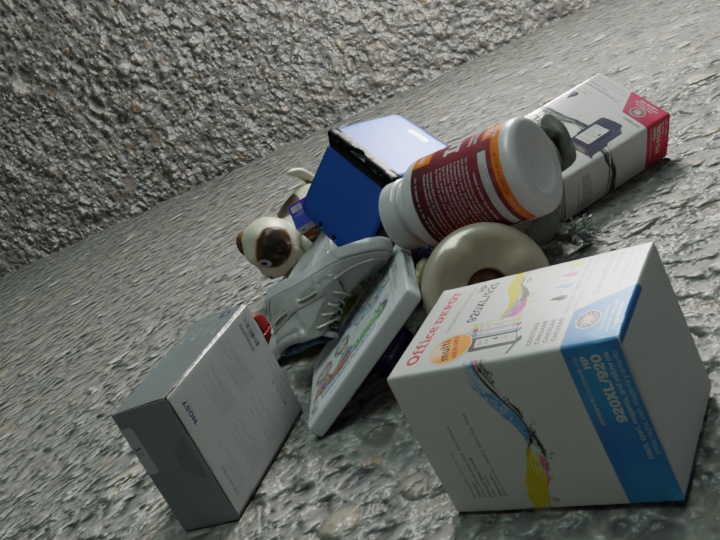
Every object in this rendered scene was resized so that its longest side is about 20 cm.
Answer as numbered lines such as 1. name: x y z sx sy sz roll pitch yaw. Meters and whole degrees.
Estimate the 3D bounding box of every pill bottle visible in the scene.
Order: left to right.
1. pill bottle: 0.121 -0.091 1.010 0.199 0.113 0.113 -19 18 39

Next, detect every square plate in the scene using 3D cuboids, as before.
1. square plate: -0.071 0.012 1.258 0.198 0.028 0.200 -50 17 36

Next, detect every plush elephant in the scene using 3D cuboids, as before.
1. plush elephant: 0.202 -0.109 1.123 0.199 0.156 0.165 4 29 28

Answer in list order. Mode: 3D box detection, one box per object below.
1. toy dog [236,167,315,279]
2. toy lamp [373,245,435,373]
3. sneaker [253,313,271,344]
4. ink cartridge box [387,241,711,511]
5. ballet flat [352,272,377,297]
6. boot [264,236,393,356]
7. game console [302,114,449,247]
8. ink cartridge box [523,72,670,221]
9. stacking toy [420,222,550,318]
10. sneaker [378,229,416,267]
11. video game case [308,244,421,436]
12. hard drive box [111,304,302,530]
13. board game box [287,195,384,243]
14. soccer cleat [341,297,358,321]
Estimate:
1. toy dog: -0.111 -0.062 1.494 0.139 0.195 0.200 7 30 41
2. toy lamp: 0.058 0.043 1.097 0.058 0.058 0.200 -13 38 38
3. sneaker: -0.200 0.134 1.234 0.115 0.079 0.200 -18 18 23
4. ink cartridge box: 0.155 0.090 0.713 0.199 0.145 0.147 -15 21 35
5. ballet flat: 0.000 0.000 1.211 0.075 0.068 0.200 -25 19 3
6. boot: -0.032 0.038 1.088 0.200 0.096 0.073 -29 -26 32
7. game console: 0.027 -0.118 1.210 0.170 0.119 0.200 -17 34 -21
8. ink cartridge box: 0.321 -0.182 1.270 0.199 0.085 0.145 -31 48 -15
9. stacking toy: 0.133 0.021 1.027 0.146 0.147 0.200 -28 1 -3
10. sneaker: 0.070 -0.029 1.323 0.115 0.081 0.199 -24 10 22
11. video game case: 0.002 0.075 1.034 0.200 0.024 0.182 -56 11 15
12. hard drive box: -0.160 0.156 0.972 0.077 0.156 0.200 -19 18 25
13. board game box: 0.009 -0.104 1.336 0.199 0.134 0.045 -31 60 12
14. soccer cleat: -0.005 0.036 1.245 0.083 0.065 0.200 -25 16 15
